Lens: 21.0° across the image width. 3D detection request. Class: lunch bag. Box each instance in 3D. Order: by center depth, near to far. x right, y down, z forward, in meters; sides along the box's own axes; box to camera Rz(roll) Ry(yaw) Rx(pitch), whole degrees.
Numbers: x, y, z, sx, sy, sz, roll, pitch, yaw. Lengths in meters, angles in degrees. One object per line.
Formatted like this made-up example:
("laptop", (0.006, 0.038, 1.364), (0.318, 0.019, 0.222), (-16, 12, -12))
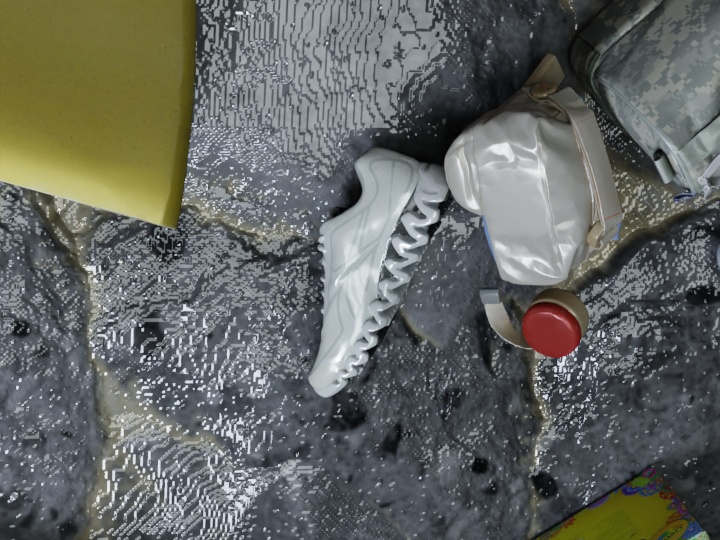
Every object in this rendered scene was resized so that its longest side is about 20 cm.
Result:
("lunch bag", (0.269, -0.154, 1.414), (0.200, 0.168, 0.139), (-41, 111, 4))

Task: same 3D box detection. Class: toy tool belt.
("toy tool belt", (0.146, -0.050, 1.449), (0.125, 0.123, 0.200), (-1, 120, 31))

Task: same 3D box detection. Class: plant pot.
("plant pot", (-0.208, -0.147, 1.311), (0.200, 0.200, 0.177), (16, 93, -16))

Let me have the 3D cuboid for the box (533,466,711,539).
("box", (0.213, 0.305, 1.581), (0.200, 0.122, 0.193), (-32, 113, 0))

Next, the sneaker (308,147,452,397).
("sneaker", (0.000, 0.000, 1.468), (0.081, 0.075, 0.200), (25, 105, 2))

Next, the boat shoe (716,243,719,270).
("boat shoe", (0.365, 0.036, 1.553), (0.200, 0.062, 0.072), (29, 56, -6))
